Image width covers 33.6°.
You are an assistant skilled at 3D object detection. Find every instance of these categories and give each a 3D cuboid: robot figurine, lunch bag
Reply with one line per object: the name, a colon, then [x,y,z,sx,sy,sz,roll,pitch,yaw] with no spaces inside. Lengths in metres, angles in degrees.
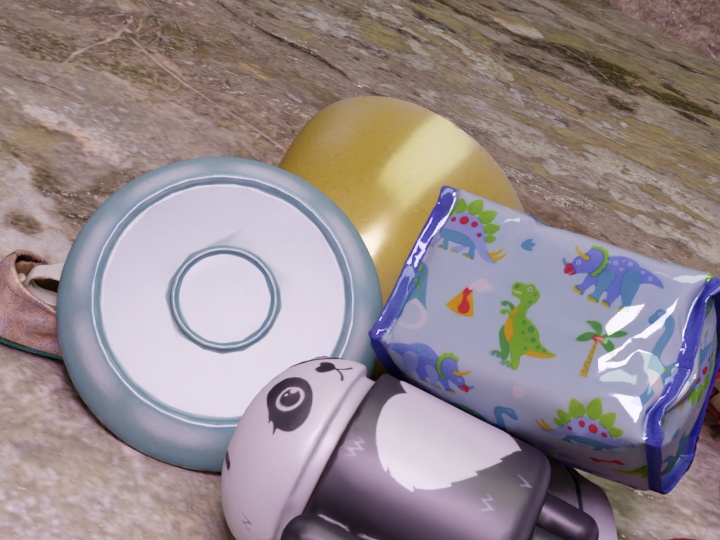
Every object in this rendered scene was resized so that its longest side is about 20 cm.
robot figurine: [0.024,0.126,0.637,0.200,0.125,0.150,26,-20,8]
lunch bag: [0.119,0.054,0.706,0.170,0.127,0.200,21,-19,23]

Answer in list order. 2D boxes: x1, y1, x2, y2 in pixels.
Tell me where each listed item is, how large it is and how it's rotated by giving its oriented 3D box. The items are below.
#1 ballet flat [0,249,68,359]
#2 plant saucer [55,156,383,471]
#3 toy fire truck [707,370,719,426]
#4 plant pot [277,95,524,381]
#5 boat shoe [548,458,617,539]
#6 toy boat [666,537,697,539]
ballet flat: [-0.139,0.037,0.753,0.200,0.067,0.068,18,25,-12]
plant saucer: [-0.083,0.020,0.722,0.200,0.200,0.027,22,-19,-2]
toy fire truck: [0.349,0.114,0.949,0.176,0.129,0.200,35,31,24]
plant pot: [0.000,0.000,0.838,0.200,0.200,0.142,28,48,13]
boat shoe: [0.103,0.147,0.746,0.067,0.074,0.200,11,14,-7]
toy boat: [0.207,0.194,0.648,0.130,0.131,0.200,31,25,20]
